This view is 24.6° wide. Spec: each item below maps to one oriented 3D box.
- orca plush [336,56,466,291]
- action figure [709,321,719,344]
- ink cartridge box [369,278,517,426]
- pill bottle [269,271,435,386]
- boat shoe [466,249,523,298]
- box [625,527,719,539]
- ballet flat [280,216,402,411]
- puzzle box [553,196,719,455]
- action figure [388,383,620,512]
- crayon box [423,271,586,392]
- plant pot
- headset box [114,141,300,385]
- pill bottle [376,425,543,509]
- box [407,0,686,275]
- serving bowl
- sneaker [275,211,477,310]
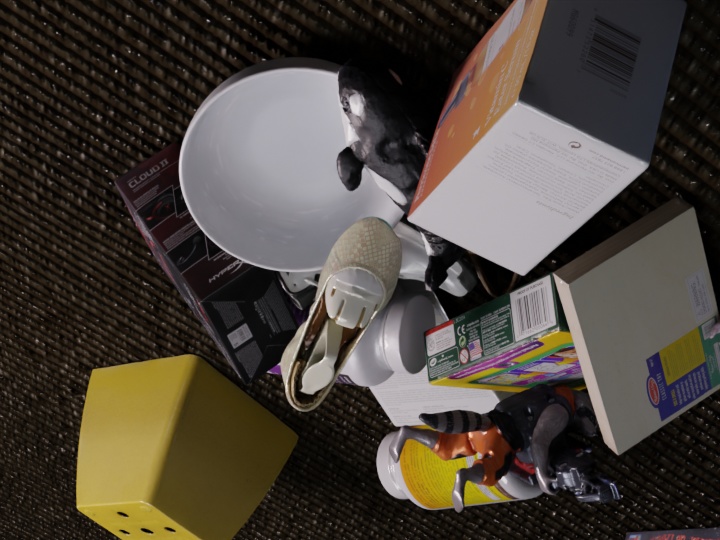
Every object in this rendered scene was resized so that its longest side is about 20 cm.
[{"bbox_3d":[0.042,-0.076,1.329,0.071,0.104,0.202,30,135,63],"label":"orca plush"},{"bbox_3d":[0.399,0.036,1.405,0.134,0.149,0.200,38,169,0],"label":"action figure"},{"bbox_3d":[0.058,0.074,1.716,0.161,0.050,0.201,-8,123,40],"label":"ink cartridge box"},{"bbox_3d":[-0.030,0.052,1.629,0.198,0.113,0.113,6,148,30],"label":"pill bottle"},{"bbox_3d":[0.119,-0.047,1.427,0.072,0.073,0.200,4,148,22],"label":"boat shoe"},{"bbox_3d":[0.427,0.350,1.942,0.199,0.038,0.136,-11,139,42],"label":"box"},{"bbox_3d":[-0.015,0.044,1.433,0.067,0.063,0.201,17,126,-11],"label":"ballet flat"},{"bbox_3d":[0.246,0.051,1.421,0.025,0.132,0.201,41,157,52],"label":"puzzle box"},{"bbox_3d":[0.151,0.156,1.525,0.200,0.192,0.106,12,116,59],"label":"action figure"},{"bbox_3d":[0.185,0.062,1.524,0.171,0.059,0.200,6,160,-33],"label":"crayon box"},{"bbox_3d":[-0.229,0.237,1.999,0.199,0.177,0.200,-10,139,41],"label":"plant pot"},{"bbox_3d":[-0.146,-0.013,1.556,0.200,0.075,0.149,50,169,36],"label":"headset box"},{"bbox_3d":[0.112,0.203,1.811,0.199,0.110,0.109,-15,136,45],"label":"pill bottle"},{"bbox_3d":[0.135,-0.115,1.223,0.106,0.153,0.200,24,150,-11],"label":"box"},{"bbox_3d":[-0.054,-0.098,1.406,0.198,0.066,0.202,-2,125,-3],"label":"serving bowl"},{"bbox_3d":[0.000,0.000,1.485,0.199,0.116,0.076,28,173,18],"label":"sneaker"}]
